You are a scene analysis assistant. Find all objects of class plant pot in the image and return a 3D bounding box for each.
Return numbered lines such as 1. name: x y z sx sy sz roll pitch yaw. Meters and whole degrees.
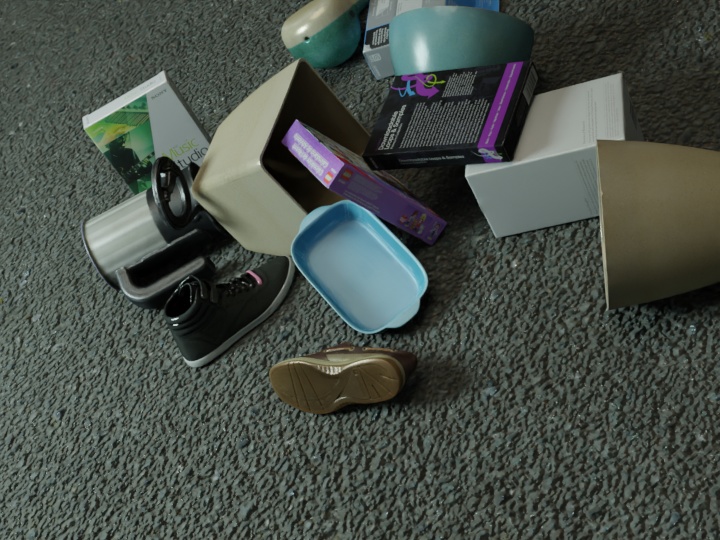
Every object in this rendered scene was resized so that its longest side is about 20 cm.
1. plant pot: 0.132 -0.262 1.629 0.199 0.200 0.136 1 82 32
2. plant pot: 0.362 -0.056 1.305 0.198 0.188 0.188 -3 48 11
3. plant pot: -0.113 -0.133 1.650 0.176 0.200 0.201 -15 44 36

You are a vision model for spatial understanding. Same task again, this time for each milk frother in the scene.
1. milk frother: -0.306 -0.069 1.691 0.187 0.200 0.181 -27 43 7

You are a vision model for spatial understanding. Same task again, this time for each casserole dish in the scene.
1. casserole dish: 0.000 0.000 1.517 0.121 0.039 0.200 -40 66 -8

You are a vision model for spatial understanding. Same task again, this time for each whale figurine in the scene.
1. whale figurine: -0.041 -0.392 1.919 0.158 0.104 0.200 -25 17 31

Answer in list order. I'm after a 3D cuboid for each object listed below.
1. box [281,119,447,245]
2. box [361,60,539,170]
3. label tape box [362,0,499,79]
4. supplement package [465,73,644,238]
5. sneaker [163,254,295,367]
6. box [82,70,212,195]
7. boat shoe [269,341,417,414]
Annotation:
1. box: 0.005 -0.112 1.541 0.039 0.199 0.137 -55 41 10
2. box: 0.111 -0.191 1.490 0.198 0.036 0.144 1 53 32
3. label tape box: 0.109 -0.383 1.826 0.198 0.066 0.144 -14 46 23
4. supplement package: 0.242 -0.140 1.477 0.198 0.122 0.121 -12 47 21
5. sneaker: -0.176 0.031 1.594 0.200 0.099 0.071 -42 41 -11
6. box: -0.301 -0.183 1.792 0.144 0.201 0.036 -29 39 5
7. boat shoe: -0.020 0.123 1.448 0.199 0.073 0.072 -12 15 37
